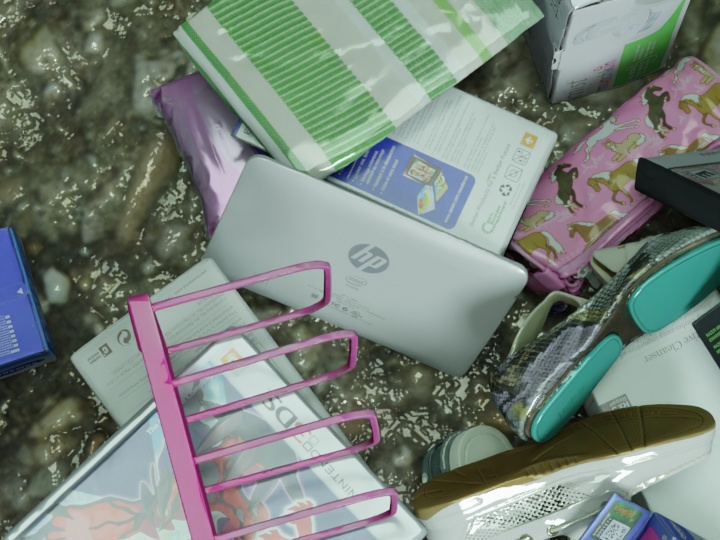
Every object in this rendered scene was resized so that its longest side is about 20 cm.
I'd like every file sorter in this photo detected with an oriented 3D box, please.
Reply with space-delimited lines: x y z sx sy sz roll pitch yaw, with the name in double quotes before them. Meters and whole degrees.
"file sorter" -0.049 0.109 1.244 0.125 0.139 0.200 -15 77 -4

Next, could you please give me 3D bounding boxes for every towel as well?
"towel" -0.004 -0.163 1.391 0.200 0.023 0.153 -38 76 -6

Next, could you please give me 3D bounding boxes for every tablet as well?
"tablet" 0.000 0.000 1.403 0.200 0.130 0.014 22 49 -6

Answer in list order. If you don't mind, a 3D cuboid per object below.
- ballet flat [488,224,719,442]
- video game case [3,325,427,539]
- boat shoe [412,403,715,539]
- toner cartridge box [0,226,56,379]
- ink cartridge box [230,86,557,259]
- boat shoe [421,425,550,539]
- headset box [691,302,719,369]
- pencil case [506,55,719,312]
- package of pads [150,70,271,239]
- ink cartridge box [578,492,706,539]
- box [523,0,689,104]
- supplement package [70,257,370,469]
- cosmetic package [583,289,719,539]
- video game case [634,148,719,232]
"ballet flat" 0.159 0.023 1.360 0.200 0.072 0.072 -42 80 -7
"video game case" -0.091 0.166 1.312 0.200 0.023 0.182 -43 79 -6
"boat shoe" 0.137 0.143 1.349 0.200 0.071 0.069 -18 105 5
"toner cartridge box" -0.320 0.047 1.450 0.200 0.043 0.095 -18 79 -3
"ink cartridge box" 0.023 -0.087 1.405 0.200 0.037 0.095 25 80 4
"boat shoe" 0.092 0.204 1.410 0.073 0.062 0.201 -17 89 -39
"headset box" 0.335 0.064 1.371 0.174 0.093 0.200 -18 72 -46
"pencil case" 0.183 -0.062 1.450 0.200 0.083 0.087 -42 79 -9
"package of pads" -0.034 -0.104 1.465 0.200 0.076 0.121 -22 81 -4
"ink cartridge box" 0.206 0.233 1.337 0.200 0.042 0.119 31 102 -24
"box" 0.147 -0.232 1.429 0.096 0.200 0.177 -18 77 -4
"supplement package" -0.082 0.111 1.395 0.117 0.117 0.200 -36 80 -6
"cosmetic package" 0.223 0.110 1.410 0.113 0.081 0.200 -27 77 -3
"video game case" 0.308 -0.042 1.354 0.180 0.200 0.026 -8 114 -31
